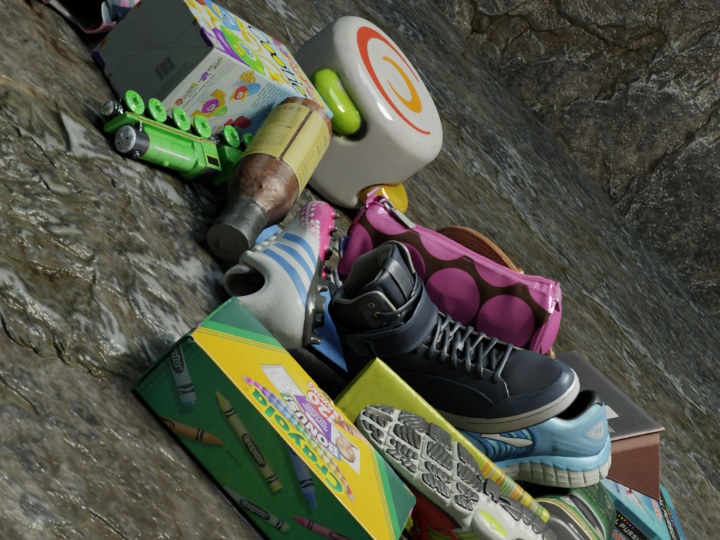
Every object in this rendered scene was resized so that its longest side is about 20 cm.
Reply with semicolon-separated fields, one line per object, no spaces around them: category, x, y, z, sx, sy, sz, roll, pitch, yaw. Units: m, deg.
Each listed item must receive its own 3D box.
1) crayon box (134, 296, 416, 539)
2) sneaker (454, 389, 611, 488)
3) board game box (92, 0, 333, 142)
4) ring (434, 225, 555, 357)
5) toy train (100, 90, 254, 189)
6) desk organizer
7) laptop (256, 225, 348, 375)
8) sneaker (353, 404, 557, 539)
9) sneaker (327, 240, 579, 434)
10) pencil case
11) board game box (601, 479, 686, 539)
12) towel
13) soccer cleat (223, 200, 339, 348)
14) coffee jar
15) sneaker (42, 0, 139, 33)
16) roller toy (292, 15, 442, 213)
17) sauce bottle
crayon box;-0.054;0.120;1.098;0.200;0.058;0.119;48;16;-1
sneaker;0.114;0.128;1.339;0.198;0.091;0.078;-1;21;-10
board game box;-0.135;-0.174;1.490;0.200;0.105;0.103;23;29;-57
ring;0.125;0.048;1.563;0.200;0.019;0.202;43;-34;38
toy train;-0.152;-0.108;1.400;0.199;0.042;0.057;15;55;-55
desk organizer;0.218;0.153;1.545;0.200;0.071;0.078;-132;-144;-65
laptop;0.000;0.000;1.430;0.188;0.198;0.117;-104;-178;-58
sneaker;0.059;0.187;1.196;0.200;0.085;0.077;44;27;-6
sneaker;0.068;0.052;1.270;0.077;0.201;0.147;-61;145;-44
pencil case;0.078;0.008;1.357;0.199;0.094;0.091;25;28;7
board game box;0.264;0.231;1.695;0.200;0.047;0.151;42;17;-21
towel;0.053;0.160;1.240;0.200;0.086;0.018;43;0;-16
soccer cleat;-0.066;-0.007;1.312;0.086;0.070;0.200;9;28;-1
coffee jar;0.165;0.229;1.371;0.104;0.085;0.200;50;15;-1
sneaker;-0.235;-0.241;1.483;0.199;0.070;0.083;26;44;-47
roller toy;-0.011;-0.166;1.731;0.200;0.139;0.183;39;29;-35
sauce bottle;-0.083;-0.080;1.400;0.066;0.066;0.200;44;39;-12
